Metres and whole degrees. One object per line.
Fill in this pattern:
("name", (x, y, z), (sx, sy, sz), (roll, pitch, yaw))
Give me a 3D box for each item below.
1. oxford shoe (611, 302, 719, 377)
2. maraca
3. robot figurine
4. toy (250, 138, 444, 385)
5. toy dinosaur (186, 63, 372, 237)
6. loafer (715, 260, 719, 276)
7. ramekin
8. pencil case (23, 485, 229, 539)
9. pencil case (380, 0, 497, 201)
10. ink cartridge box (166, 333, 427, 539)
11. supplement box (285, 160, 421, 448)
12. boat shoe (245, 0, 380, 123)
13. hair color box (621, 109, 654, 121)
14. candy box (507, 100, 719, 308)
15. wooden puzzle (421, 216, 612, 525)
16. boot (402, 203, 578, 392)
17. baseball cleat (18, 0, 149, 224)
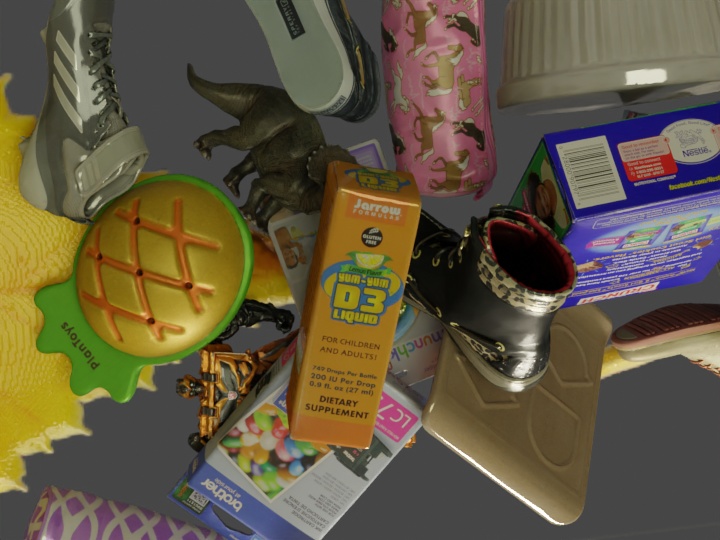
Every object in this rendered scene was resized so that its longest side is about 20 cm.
("oxford shoe", (0.317, 0.067, 1.297), (0.199, 0.071, 0.074), (-7, 105, -11))
("maraca", (-0.171, 0.014, 1.157), (0.200, 0.107, 0.137), (-43, 80, 11))
("robot figurine", (-0.053, 0.097, 1.223), (0.199, 0.058, 0.146), (0, 96, -13))
("toy", (0.000, 0.000, 1.190), (0.115, 0.047, 0.201), (-20, 84, -14))
("toy dinosaur", (-0.065, -0.094, 1.161), (0.102, 0.077, 0.200), (-37, 63, 3))
("loafer", (0.350, 0.025, 1.239), (0.075, 0.070, 0.201), (-26, 93, 7))
("ramekin", (0.203, -0.182, 1.161), (0.201, 0.202, 0.095), (-6, 91, -11))
("pencil case", (-0.182, 0.241, 1.216), (0.199, 0.084, 0.086), (22, 135, -15))
("pencil case", (0.064, -0.157, 1.186), (0.082, 0.086, 0.201), (-10, 105, -25))
("ink cartridge box", (-0.052, 0.147, 1.175), (0.119, 0.042, 0.200), (37, 104, -14))
("supplement box", (-0.007, 0.026, 1.079), (0.066, 0.069, 0.201), (8, 109, -7))
("boat shoe", (-0.045, -0.209, 1.163), (0.071, 0.091, 0.201), (-21, 79, 18))
("hair color box", (0.312, -0.064, 1.273), (0.199, 0.061, 0.100), (15, 97, -16))
("candy box", (0.203, -0.043, 1.118), (0.168, 0.200, 0.077), (-11, 69, -11))
("wooden puzzle", (0.127, 0.084, 1.220), (0.185, 0.046, 0.201), (38, 53, -28))
("boot", (0.076, -0.016, 1.097), (0.073, 0.154, 0.204), (-37, 72, -22))
("baseball cleat", (-0.199, -0.135, 1.126), (0.106, 0.070, 0.201), (21, 107, 19))
